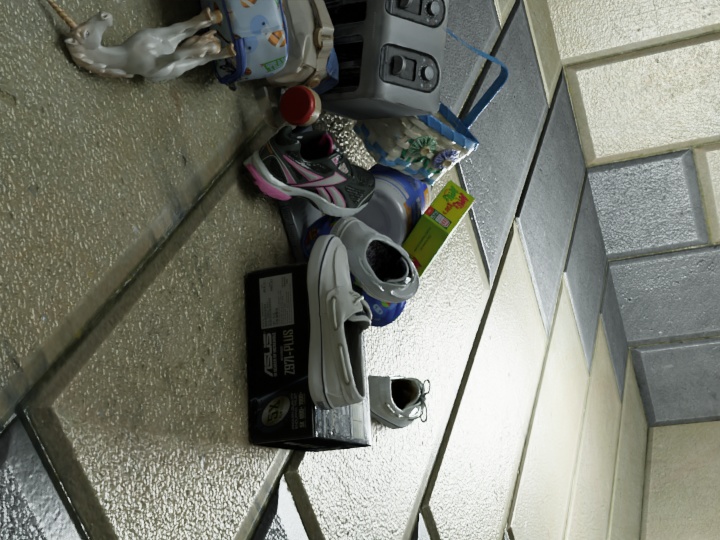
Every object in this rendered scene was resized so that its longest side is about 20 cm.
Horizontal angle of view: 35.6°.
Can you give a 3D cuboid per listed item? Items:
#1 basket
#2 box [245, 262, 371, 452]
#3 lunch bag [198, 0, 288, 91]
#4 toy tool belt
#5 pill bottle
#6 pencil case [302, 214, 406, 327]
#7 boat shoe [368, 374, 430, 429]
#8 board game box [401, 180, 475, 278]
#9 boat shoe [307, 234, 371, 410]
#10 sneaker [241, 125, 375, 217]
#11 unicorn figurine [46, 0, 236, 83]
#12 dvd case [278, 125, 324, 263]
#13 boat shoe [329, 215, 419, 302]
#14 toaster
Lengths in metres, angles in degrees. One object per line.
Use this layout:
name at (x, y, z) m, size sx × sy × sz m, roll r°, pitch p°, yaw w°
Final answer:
basket at (0.102, -0.229, 1.557) m, size 0.175 × 0.202 × 0.139 m, roll 17°, pitch 23°, yaw -44°
box at (-0.060, 0.109, 1.342) m, size 0.163 × 0.085 × 0.204 m, roll 24°, pitch 60°, yaw -63°
lunch bag at (-0.142, -0.304, 1.248) m, size 0.160 × 0.074 × 0.204 m, roll -165°, pitch -116°, yaw -70°
toy tool belt at (-0.076, -0.266, 1.392) m, size 0.123 × 0.123 × 0.203 m, roll 11°, pitch 59°, yaw -67°
pill bottle at (0.041, -0.099, 1.638) m, size 0.200 × 0.110 × 0.114 m, roll -47°, pitch 125°, yaw -62°
pencil case at (0.000, 0.000, 1.484) m, size 0.078 × 0.086 × 0.200 m, roll 54°, pitch 4°, yaw 38°
boat shoe at (0.066, 0.183, 1.626) m, size 0.202 × 0.085 × 0.076 m, roll 35°, pitch 50°, yaw -61°
board game box at (0.084, -0.026, 1.610) m, size 0.047 × 0.201 × 0.102 m, roll 35°, pitch 43°, yaw 3°
boat shoe at (-0.020, 0.054, 1.261) m, size 0.072 × 0.065 × 0.204 m, roll 42°, pitch 44°, yaw -55°
sneaker at (-0.044, -0.125, 1.375) m, size 0.198 × 0.086 × 0.081 m, roll 3°, pitch 48°, yaw -49°
unicorn figurine at (-0.202, -0.218, 1.094) m, size 0.200 × 0.135 × 0.075 m, roll 49°, pitch 26°, yaw -76°
dvd case at (-0.068, -0.084, 1.487) m, size 0.143 × 0.017 × 0.203 m, roll -50°, pitch 128°, yaw -61°
boat shoe at (0.034, -0.005, 1.398) m, size 0.073 × 0.068 × 0.200 m, roll -54°, pitch 144°, yaw -10°
toaster at (0.011, -0.296, 1.451) m, size 0.117 × 0.198 × 0.185 m, roll 8°, pitch 88°, yaw -42°
